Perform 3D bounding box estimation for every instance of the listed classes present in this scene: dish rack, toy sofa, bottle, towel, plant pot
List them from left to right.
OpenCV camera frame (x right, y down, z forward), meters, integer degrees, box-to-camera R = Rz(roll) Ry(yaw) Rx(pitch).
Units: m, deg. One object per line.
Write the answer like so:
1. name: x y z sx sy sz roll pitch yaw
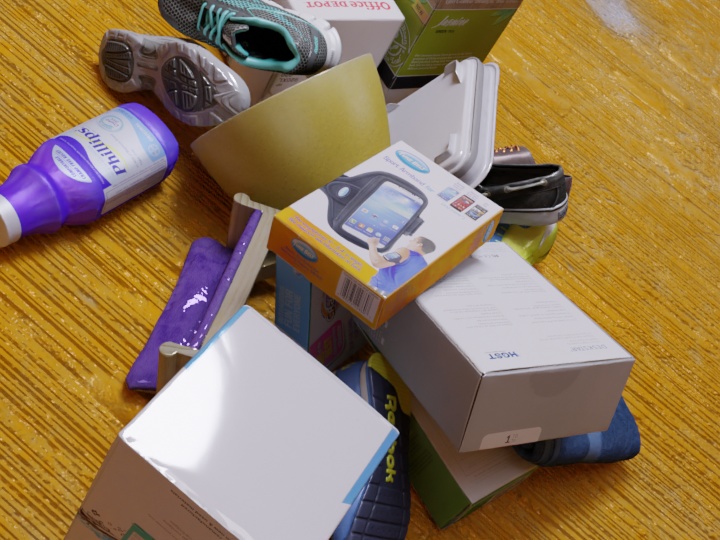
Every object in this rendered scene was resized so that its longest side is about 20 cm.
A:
1. bottle: -0.260 -0.086 0.925 0.084 0.065 0.200 44 46 8
2. toy sofa: -0.130 0.027 0.883 0.097 0.083 0.201 18 47 0
3. plant pot: -0.048 -0.104 0.995 0.200 0.199 0.143 -33 100 -42
4. dish rack: 0.068 -0.140 1.077 0.043 0.171 0.201 39 41 -30
5. towel: 0.198 0.134 0.968 0.199 0.049 0.112 11 43 -49

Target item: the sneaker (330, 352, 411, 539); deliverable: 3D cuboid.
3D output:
1. sneaker: -0.006 0.173 0.862 0.074 0.082 0.201 34 53 -46

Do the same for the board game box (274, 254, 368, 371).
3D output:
1. board game box: 0.000 0.000 0.941 0.040 0.154 0.200 27 40 28

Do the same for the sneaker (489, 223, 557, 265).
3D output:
1. sneaker: 0.134 -0.005 1.090 0.105 0.076 0.200 24 45 18

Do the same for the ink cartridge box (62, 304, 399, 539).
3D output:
1. ink cartridge box: -0.100 0.162 0.722 0.146 0.200 0.147 39 46 2

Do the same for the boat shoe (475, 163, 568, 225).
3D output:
1. boat shoe: 0.122 -0.091 1.080 0.199 0.064 0.071 1 37 19

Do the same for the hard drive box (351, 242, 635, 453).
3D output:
1. hard drive box: 0.106 0.055 0.861 0.155 0.077 0.200 -2 31 -28

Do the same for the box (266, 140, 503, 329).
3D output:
1. box: 0.031 -0.041 0.849 0.119 0.042 0.200 36 47 19

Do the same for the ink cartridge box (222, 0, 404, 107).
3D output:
1. ink cartridge box: -0.075 -0.303 1.147 0.147 0.145 0.201 -11 62 -36

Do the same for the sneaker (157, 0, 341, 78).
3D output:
1. sneaker: -0.120 -0.243 0.995 0.199 0.078 0.091 20 23 13

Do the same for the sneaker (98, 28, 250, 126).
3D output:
1. sneaker: -0.173 -0.206 1.028 0.199 0.078 0.099 29 29 31

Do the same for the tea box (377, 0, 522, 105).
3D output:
1. tea box: 0.061 -0.328 1.207 0.133 0.197 0.201 -10 60 -35

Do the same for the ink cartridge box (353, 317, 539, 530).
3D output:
1. ink cartridge box: 0.069 0.127 0.940 0.103 0.059 0.200 -17 65 -40

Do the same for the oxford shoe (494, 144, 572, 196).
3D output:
1. oxford shoe: 0.154 -0.120 1.164 0.199 0.073 0.071 23 12 -19
